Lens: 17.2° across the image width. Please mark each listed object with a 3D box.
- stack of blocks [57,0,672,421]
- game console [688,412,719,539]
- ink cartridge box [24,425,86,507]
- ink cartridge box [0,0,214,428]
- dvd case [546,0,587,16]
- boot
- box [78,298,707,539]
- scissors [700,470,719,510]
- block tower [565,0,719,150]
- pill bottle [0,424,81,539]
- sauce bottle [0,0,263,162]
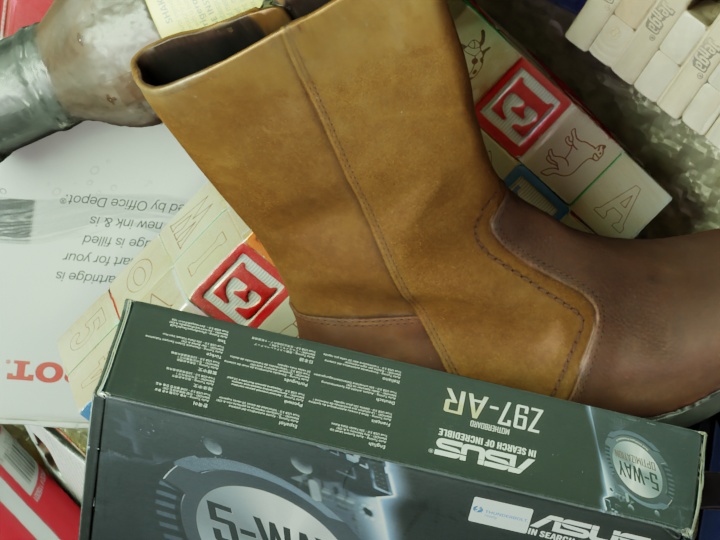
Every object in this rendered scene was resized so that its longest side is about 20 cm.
[{"bbox_3d":[0.000,0.000,0.872,0.200,0.059,0.115,-45,119,8],"label":"stack of blocks"},{"bbox_3d":[0.091,0.111,0.903,0.119,0.172,0.200,4,111,-2],"label":"game console"},{"bbox_3d":[-0.052,0.112,0.975,0.200,0.050,0.109,39,163,19],"label":"ink cartridge box"},{"bbox_3d":[-0.075,-0.043,0.914,0.144,0.084,0.200,4,113,-14],"label":"ink cartridge box"},{"bbox_3d":[0.149,-0.132,0.845,0.200,0.018,0.143,29,117,17],"label":"dvd case"},{"bbox_3d":[0.048,-0.031,0.789,0.188,0.068,0.200,-16,126,14],"label":"boot"},{"bbox_3d":[0.004,0.096,0.825,0.200,0.044,0.160,14,139,0],"label":"box"},{"bbox_3d":[0.106,0.081,0.845,0.200,0.014,0.073,24,115,54],"label":"scissors"},{"bbox_3d":[0.171,-0.048,0.818,0.200,0.054,0.058,39,121,10],"label":"block tower"},{"bbox_3d":[-0.149,0.154,1.020,0.112,0.112,0.200,-29,111,32],"label":"pill bottle"},{"bbox_3d":[-0.055,-0.089,0.806,0.200,0.065,0.065,-21,96,12],"label":"sauce bottle"}]
